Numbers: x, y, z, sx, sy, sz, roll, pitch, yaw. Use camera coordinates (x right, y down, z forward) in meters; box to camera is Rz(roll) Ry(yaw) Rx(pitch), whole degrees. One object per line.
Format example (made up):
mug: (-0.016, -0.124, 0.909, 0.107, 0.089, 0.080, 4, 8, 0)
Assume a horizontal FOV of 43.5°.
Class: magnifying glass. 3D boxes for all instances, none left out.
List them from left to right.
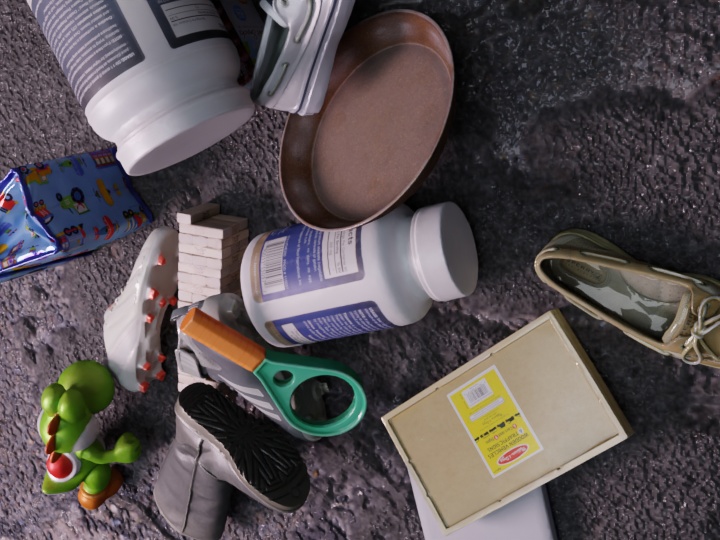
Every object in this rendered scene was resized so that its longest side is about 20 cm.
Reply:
magnifying glass: (-0.077, 0.093, 0.827, 0.199, 0.022, 0.080, 35, 111, -24)

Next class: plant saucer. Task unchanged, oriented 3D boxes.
plant saucer: (0.009, -0.123, 0.771, 0.199, 0.034, 0.203, -21, 57, 37)

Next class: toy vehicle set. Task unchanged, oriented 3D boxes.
toy vehicle set: (0.127, 0.139, 0.815, 0.199, 0.026, 0.125, -35, 75, 24)

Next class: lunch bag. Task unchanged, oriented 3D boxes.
lunch bag: (-0.347, -0.035, 0.948, 0.199, 0.150, 0.095, -28, 91, 29)

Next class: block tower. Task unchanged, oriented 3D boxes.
block tower: (-0.152, 0.037, 0.930, 0.057, 0.054, 0.203, 9, 108, 22)

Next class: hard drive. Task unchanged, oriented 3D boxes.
hard drive: (0.126, 0.263, 0.873, 0.130, 0.025, 0.203, -10, 100, 27)

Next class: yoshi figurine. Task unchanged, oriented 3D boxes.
yoshi figurine: (-0.308, 0.175, 1.014, 0.201, 0.111, 0.113, 102, 154, -49)

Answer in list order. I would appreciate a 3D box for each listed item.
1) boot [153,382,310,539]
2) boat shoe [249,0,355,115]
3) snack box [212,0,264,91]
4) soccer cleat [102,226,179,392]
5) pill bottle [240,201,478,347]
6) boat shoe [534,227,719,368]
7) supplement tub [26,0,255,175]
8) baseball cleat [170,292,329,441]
boot: (-0.143, 0.230, 0.938, 0.181, 0.072, 0.201, 40, 130, 23)
boat shoe: (-0.048, -0.216, 0.732, 0.074, 0.066, 0.202, -121, 36, -47)
snack box: (-0.188, -0.232, 0.866, 0.168, 0.068, 0.202, -28, 90, 28)
soccer cleat: (-0.240, 0.039, 0.967, 0.077, 0.069, 0.202, 26, 116, 20)
pill bottle: (0.000, 0.000, 0.813, 0.198, 0.111, 0.112, -13, 98, 28)
boat shoe: (0.238, 0.028, 0.733, 0.199, 0.063, 0.074, 30, 115, 16)
supplement tub: (-0.187, -0.198, 0.758, 0.139, 0.140, 0.202, -26, 92, 29)
baseball cleat: (-0.110, 0.099, 0.890, 0.105, 0.070, 0.201, -13, 125, 29)
